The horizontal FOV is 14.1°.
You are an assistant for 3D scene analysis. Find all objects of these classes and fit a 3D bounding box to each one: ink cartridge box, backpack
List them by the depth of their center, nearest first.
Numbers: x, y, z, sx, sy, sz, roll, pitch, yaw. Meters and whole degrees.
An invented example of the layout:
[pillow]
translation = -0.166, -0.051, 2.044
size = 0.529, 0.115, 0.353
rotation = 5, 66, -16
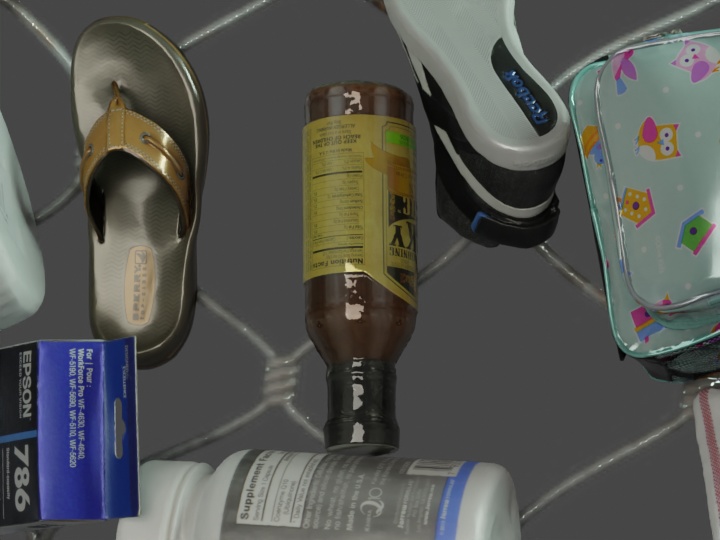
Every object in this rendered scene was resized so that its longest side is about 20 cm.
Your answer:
[backpack]
translation = 0.216, -0.046, 1.502
size = 0.199, 0.153, 0.176
rotation = -10, 75, 6
[ink cartridge box]
translation = -0.192, 0.093, 1.589
size = 0.200, 0.039, 0.100
rotation = -13, 76, 48

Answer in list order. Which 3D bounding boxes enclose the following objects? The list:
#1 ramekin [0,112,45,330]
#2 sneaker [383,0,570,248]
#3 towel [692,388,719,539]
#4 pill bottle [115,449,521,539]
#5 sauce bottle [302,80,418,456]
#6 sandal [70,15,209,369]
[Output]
[ramekin]
translation = -0.245, -0.047, 1.598
size = 0.097, 0.200, 0.201
rotation = -18, 78, 3
[sneaker]
translation = 0.054, -0.091, 1.590
size = 0.073, 0.112, 0.200
rotation = -8, 46, -13
[towel]
translation = 0.270, 0.088, 1.490
size = 0.199, 0.030, 0.147
rotation = -17, 41, 12
[pill bottle]
translation = -0.022, 0.153, 1.552
size = 0.199, 0.114, 0.114
rotation = 2, 83, 15
[sauce bottle]
translation = 0.000, 0.000, 1.587
size = 0.064, 0.065, 0.201
rotation = -3, 78, 14
[sandal]
translation = -0.130, -0.046, 1.637
size = 0.081, 0.055, 0.201
rotation = 0, 83, 14
